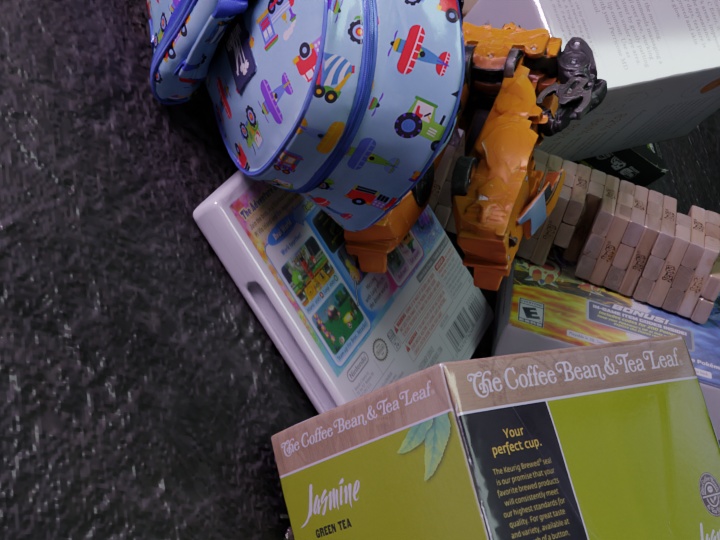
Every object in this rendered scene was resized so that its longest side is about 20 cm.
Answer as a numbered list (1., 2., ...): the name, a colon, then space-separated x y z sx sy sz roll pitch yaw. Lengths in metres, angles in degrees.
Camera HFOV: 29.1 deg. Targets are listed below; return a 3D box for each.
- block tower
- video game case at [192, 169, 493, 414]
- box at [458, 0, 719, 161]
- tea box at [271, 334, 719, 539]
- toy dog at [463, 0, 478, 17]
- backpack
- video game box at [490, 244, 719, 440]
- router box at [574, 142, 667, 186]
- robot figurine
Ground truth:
1. block tower: 0.141 -0.033 0.907 0.198 0.055 0.058 20 32 4
2. video game case: 0.000 0.000 0.809 0.183 0.024 0.200 58 32 -12
3. box: 0.178 -0.156 0.989 0.198 0.152 0.108 -14 77 -25
4. tea box: 0.088 0.148 0.691 0.198 0.133 0.199 -1 72 -44
5. toy dog: 0.096 -0.297 1.062 0.195 0.138 0.201 61 28 -33
6. backpack: -0.029 -0.128 0.703 0.133 0.182 0.203 3 66 -27
7. video game box: 0.189 0.028 0.931 0.197 0.047 0.183 16 31 -2
8. router box: 0.178 -0.176 1.169 0.149 0.062 0.203 24 50 -48
9. robot figurine: 0.065 -0.079 0.822 0.201 0.143 0.059 -63 154 -42
